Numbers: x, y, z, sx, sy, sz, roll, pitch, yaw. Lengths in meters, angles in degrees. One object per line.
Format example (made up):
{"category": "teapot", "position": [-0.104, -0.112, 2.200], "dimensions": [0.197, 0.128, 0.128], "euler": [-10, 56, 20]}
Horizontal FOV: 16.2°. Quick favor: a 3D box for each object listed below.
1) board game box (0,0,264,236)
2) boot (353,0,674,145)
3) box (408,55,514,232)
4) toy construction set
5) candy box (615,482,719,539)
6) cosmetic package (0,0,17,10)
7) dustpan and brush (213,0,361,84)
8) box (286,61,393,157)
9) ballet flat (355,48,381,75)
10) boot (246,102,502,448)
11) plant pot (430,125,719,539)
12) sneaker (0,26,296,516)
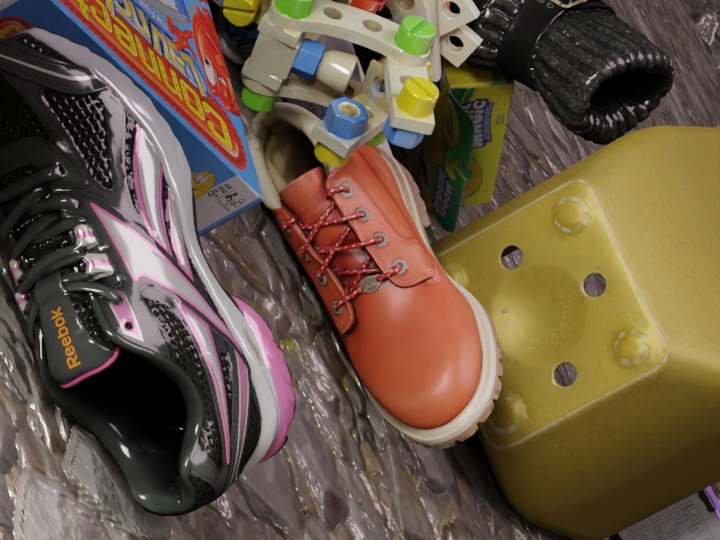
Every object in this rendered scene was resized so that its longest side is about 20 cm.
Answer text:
{"category": "board game box", "position": [-0.132, -0.136, 1.087], "dimensions": [0.200, 0.056, 0.196], "euler": [43, 24, -51]}
{"category": "boot", "position": [0.074, -0.137, 1.483], "dimensions": [0.211, 0.079, 0.158], "euler": [-19, 61, -38]}
{"category": "box", "position": [0.052, -0.132, 1.610], "dimensions": [0.117, 0.048, 0.200], "euler": [99, -18, -51]}
{"category": "toy construction set", "position": [0.001, -0.128, 1.291], "dimensions": [0.131, 0.092, 0.200], "euler": [26, 24, 5]}
{"category": "candy box", "position": [0.222, 0.166, 1.707], "dimensions": [0.200, 0.071, 0.168], "euler": [60, 15, -7]}
{"category": "cosmetic package", "position": [-0.171, -0.171, 0.808], "dimensions": [0.200, 0.165, 0.165], "euler": [61, 14, -5]}
{"category": "dustpan and brush", "position": [-0.063, -0.166, 1.402], "dimensions": [0.140, 0.057, 0.200], "euler": [38, 32, -31]}
{"category": "box", "position": [0.002, -0.041, 1.399], "dimensions": [0.041, 0.039, 0.200], "euler": [41, 26, -57]}
{"category": "ballet flat", "position": [-0.025, -0.183, 1.533], "dimensions": [0.057, 0.066, 0.200], "euler": [40, -12, 37]}
{"category": "boot", "position": [0.000, 0.000, 1.277], "dimensions": [0.107, 0.075, 0.200], "euler": [39, 19, -50]}
{"category": "plant pot", "position": [0.136, 0.030, 1.452], "dimensions": [0.200, 0.194, 0.196], "euler": [13, 51, -64]}
{"category": "sneaker", "position": [-0.096, 0.003, 0.936], "dimensions": [0.200, 0.080, 0.086], "euler": [54, 27, -10]}
